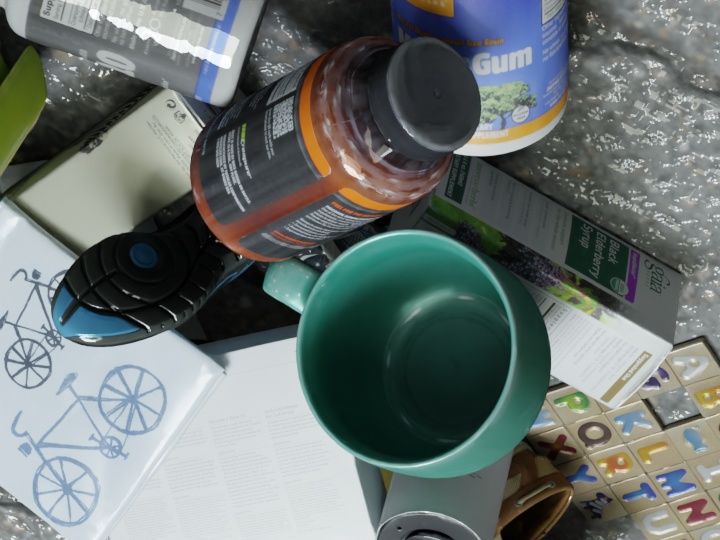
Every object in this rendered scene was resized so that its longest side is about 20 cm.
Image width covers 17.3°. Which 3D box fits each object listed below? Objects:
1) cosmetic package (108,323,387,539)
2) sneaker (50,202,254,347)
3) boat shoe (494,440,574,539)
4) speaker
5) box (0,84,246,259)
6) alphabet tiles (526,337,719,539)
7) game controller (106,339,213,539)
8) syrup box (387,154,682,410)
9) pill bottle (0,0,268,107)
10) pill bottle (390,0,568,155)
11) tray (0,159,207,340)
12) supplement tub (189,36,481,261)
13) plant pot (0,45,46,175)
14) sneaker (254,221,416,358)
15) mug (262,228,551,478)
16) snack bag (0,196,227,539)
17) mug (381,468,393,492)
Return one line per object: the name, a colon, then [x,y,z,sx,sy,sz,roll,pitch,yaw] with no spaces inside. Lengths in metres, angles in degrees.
cosmetic package: [-0.092,0.127,1.655,0.198,0.052,0.152,-12,102,19]
sneaker: [-0.129,0.007,1.573,0.073,0.199,0.082,53,140,9]
boat shoe: [0.082,0.208,1.728,0.074,0.200,0.076,27,154,31]
speaker: [0.067,0.129,1.663,0.080,0.201,0.082,7,131,9]
box: [-0.168,-0.065,1.621,0.199,0.082,0.069,-32,103,26]
alphabet tiles: [0.228,0.145,1.767,0.166,0.008,0.200,-21,121,28]
game controller: [-0.142,0.150,1.735,0.103,0.042,0.202,-1,103,-6]
syrup box: [0.118,0.004,1.627,0.199,0.079,0.082,29,130,-10]
pill bottle: [-0.159,-0.188,1.511,0.198,0.114,0.114,19,132,-2]
pill bottle: [0.072,-0.181,1.460,0.111,0.112,0.201,4,131,11]
tray: [-0.190,0.002,1.742,0.106,0.022,0.201,-7,127,20]
supplement tub: [-0.013,-0.078,1.455,0.107,0.107,0.199,41,146,-20]
plant pot: [-0.331,-0.086,1.575,0.181,0.201,0.199,34,130,-9]
sneaker: [0.000,0.000,1.663,0.200,0.086,0.078,49,142,1]
mug: [0.041,0.044,1.542,0.151,0.186,0.114,-31,160,14]
snack bag: [-0.217,0.076,1.637,0.199,0.021,0.189,37,113,1]
mug: [-0.036,0.173,1.760,0.149,0.154,0.187,-26,119,32]
